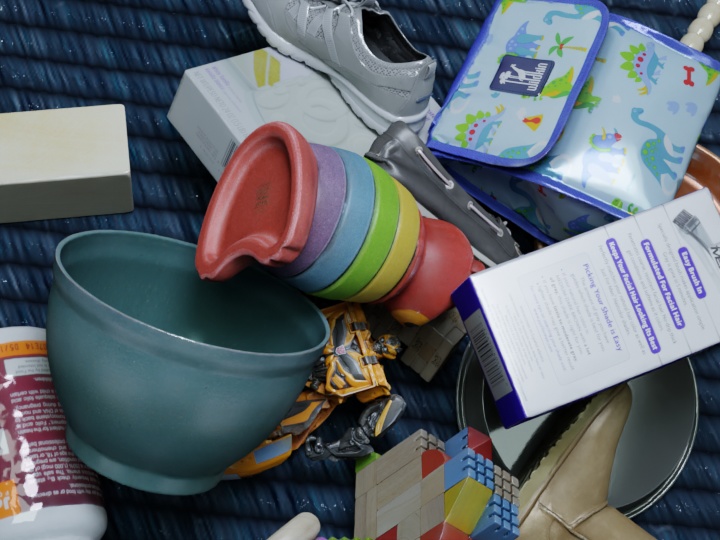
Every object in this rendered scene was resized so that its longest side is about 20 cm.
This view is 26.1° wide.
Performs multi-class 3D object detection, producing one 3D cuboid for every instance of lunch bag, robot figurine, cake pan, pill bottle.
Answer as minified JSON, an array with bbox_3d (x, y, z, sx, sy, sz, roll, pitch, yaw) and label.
[{"bbox_3d":[0.169,-0.120,1.250,0.199,0.128,0.171,26,68,4],"label":"lunch bag"},{"bbox_3d":[-0.063,0.089,1.194,0.199,0.058,0.146,-22,71,5],"label":"robot figurine"},{"bbox_3d":[0.175,0.102,1.222,0.198,0.037,0.202,1,81,-5],"label":"cake pan"},{"bbox_3d":[-0.250,0.154,1.137,0.113,0.114,0.201,-13,69,-11],"label":"pill bottle"}]

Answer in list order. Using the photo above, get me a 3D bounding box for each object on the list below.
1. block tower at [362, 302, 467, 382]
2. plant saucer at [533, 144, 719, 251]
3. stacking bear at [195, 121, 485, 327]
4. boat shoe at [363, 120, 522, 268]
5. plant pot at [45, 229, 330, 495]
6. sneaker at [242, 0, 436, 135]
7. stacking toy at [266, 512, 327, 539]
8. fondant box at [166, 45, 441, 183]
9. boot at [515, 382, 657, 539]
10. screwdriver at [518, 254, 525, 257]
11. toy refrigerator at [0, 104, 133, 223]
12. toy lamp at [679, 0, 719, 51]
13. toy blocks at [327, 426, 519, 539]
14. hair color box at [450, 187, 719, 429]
[{"bbox_3d":[0.000,0.000,1.250,0.200,0.058,0.054,40,45,9],"label":"block tower"},{"bbox_3d":[0.243,-0.023,1.306,0.198,0.032,0.202,2,69,-6],"label":"plant saucer"},{"bbox_3d":[0.000,-0.021,1.126,0.199,0.121,0.115,23,68,-34],"label":"stacking bear"},{"bbox_3d":[0.080,-0.046,1.227,0.200,0.067,0.057,35,82,-35],"label":"boat shoe"},{"bbox_3d":[-0.136,0.073,1.097,0.199,0.200,0.135,20,105,2],"label":"plant pot"},{"bbox_3d":[-0.012,-0.198,1.239,0.200,0.082,0.075,41,45,12],"label":"sneaker"},{"bbox_3d":[-0.010,0.280,1.140,0.085,0.085,0.200,-37,83,-18],"label":"stacking toy"},{"bbox_3d":[-0.034,-0.116,1.255,0.199,0.058,0.145,-22,64,-40],"label":"fondant box"},{"bbox_3d":[0.210,0.200,1.163,0.200,0.066,0.176,38,88,0],"label":"boot"},{"bbox_3d":[0.216,0.007,1.228,0.199,0.029,0.028,12,81,-25],"label":"screwdriver"},{"bbox_3d":[-0.286,-0.085,1.251,0.198,0.076,0.071,-5,68,-7],"label":"toy refrigerator"},{"bbox_3d":[0.307,-0.223,1.381,0.058,0.058,0.200,34,70,8],"label":"toy lamp"},{"bbox_3d":[0.057,0.185,1.118,0.100,0.137,0.201,33,36,-26],"label":"toy blocks"},{"bbox_3d":[0.178,0.027,1.121,0.199,0.065,0.110,-20,81,-13],"label":"hair color box"}]
